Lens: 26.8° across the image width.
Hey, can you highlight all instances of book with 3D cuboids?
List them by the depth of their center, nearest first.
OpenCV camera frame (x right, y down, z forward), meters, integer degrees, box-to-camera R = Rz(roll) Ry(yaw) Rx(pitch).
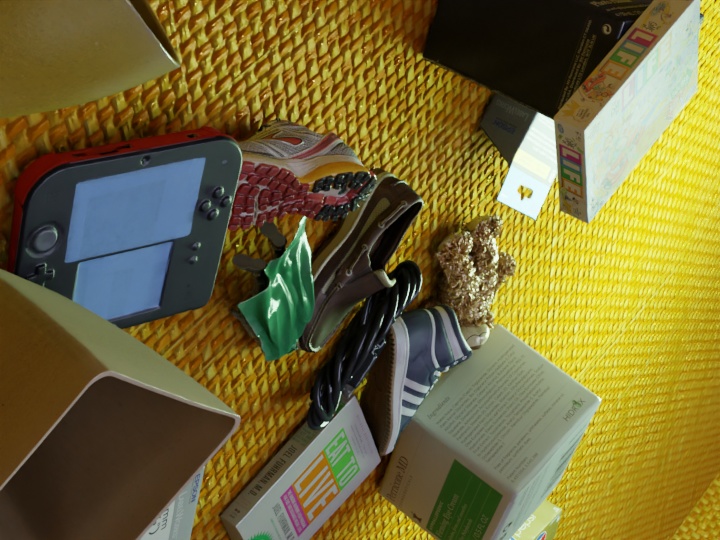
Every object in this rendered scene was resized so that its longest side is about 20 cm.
[{"bbox_3d":[-0.068,0.239,1.691,0.200,0.048,0.134,-47,147,-23],"label":"book"}]

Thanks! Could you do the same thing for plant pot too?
[{"bbox_3d":[-0.219,-0.168,0.886,0.142,0.200,0.200,-32,151,2],"label":"plant pot"},{"bbox_3d":[-0.244,0.106,1.065,0.200,0.177,0.200,-49,153,4],"label":"plant pot"}]

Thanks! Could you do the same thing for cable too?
[{"bbox_3d":[-0.002,0.073,1.582,0.200,0.051,0.163,-56,175,17],"label":"cable"}]

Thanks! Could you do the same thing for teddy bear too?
[{"bbox_3d":[0.129,0.023,1.794,0.145,0.067,0.200,-22,134,-49],"label":"teddy bear"}]

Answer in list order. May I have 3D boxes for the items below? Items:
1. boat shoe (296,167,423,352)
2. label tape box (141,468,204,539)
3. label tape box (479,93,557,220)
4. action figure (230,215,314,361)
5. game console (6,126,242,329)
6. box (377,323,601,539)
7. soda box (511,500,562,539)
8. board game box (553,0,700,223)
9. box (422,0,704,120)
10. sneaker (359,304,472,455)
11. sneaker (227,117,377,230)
[{"bbox_3d":[-0.003,-0.001,1.527,0.075,0.075,0.203,14,103,-63],"label":"boat shoe"},{"bbox_3d":[-0.200,0.238,1.424,0.200,0.066,0.144,-24,136,-48],"label":"label tape box"},{"bbox_3d":[0.199,-0.170,1.731,0.200,0.063,0.144,-63,154,4],"label":"label tape box"},{"bbox_3d":[-0.081,0.031,1.443,0.118,0.055,0.200,-51,159,-23],"label":"action figure"},{"bbox_3d":[-0.186,-0.022,1.187,0.200,0.031,0.177,-15,129,-39],"label":"game console"},{"bbox_3d":[0.158,0.220,1.888,0.200,0.171,0.199,-40,159,-35],"label":"box"},{"bbox_3d":[0.238,0.439,2.401,0.200,0.064,0.068,-35,144,-41],"label":"soda box"},{"bbox_3d":[0.253,-0.158,1.427,0.200,0.034,0.135,-49,149,-23],"label":"board game box"},{"bbox_3d":[0.205,-0.237,1.524,0.200,0.198,0.123,-17,129,-54],"label":"box"},{"bbox_3d":[0.064,0.124,1.737,0.108,0.070,0.200,-16,133,-27],"label":"sneaker"},{"bbox_3d":[-0.083,-0.087,1.315,0.200,0.082,0.078,-1,138,-44],"label":"sneaker"}]
